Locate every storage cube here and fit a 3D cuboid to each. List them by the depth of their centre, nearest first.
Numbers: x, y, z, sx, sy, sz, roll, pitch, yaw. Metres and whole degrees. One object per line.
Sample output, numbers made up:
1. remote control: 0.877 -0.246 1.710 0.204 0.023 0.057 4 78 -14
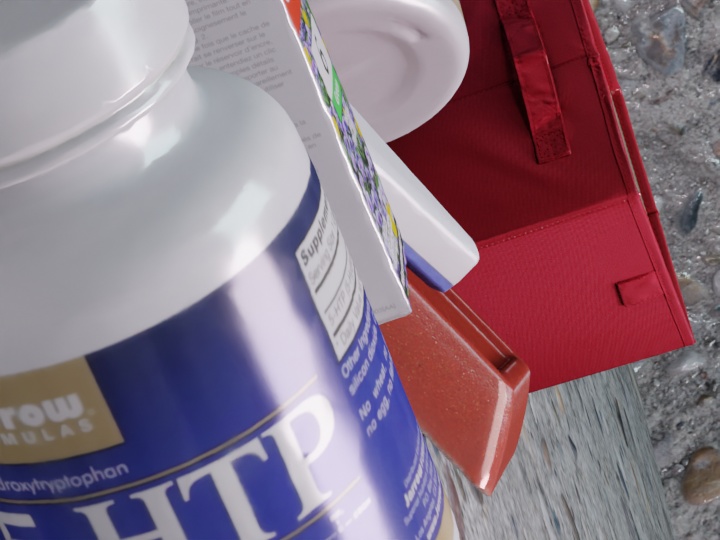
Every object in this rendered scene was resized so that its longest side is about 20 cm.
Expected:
1. storage cube: 0.055 -0.040 1.240 0.200 0.179 0.171 59 16 -60

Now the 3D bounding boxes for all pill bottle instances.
1. pill bottle: -0.059 0.015 0.623 0.120 0.120 0.200 -92 161 -61
2. pill bottle: -0.025 -0.167 1.144 0.120 0.120 0.200 59 16 -56

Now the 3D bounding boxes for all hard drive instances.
1. hard drive: -0.044 -0.080 0.906 0.200 0.025 0.132 41 7 -44

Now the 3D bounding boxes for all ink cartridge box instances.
1. ink cartridge box: -0.067 -0.060 0.753 0.050 0.109 0.200 -92 163 -59

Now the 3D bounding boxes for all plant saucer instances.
1. plant saucer: 0.000 0.000 0.985 0.200 0.037 0.200 47 5 4
